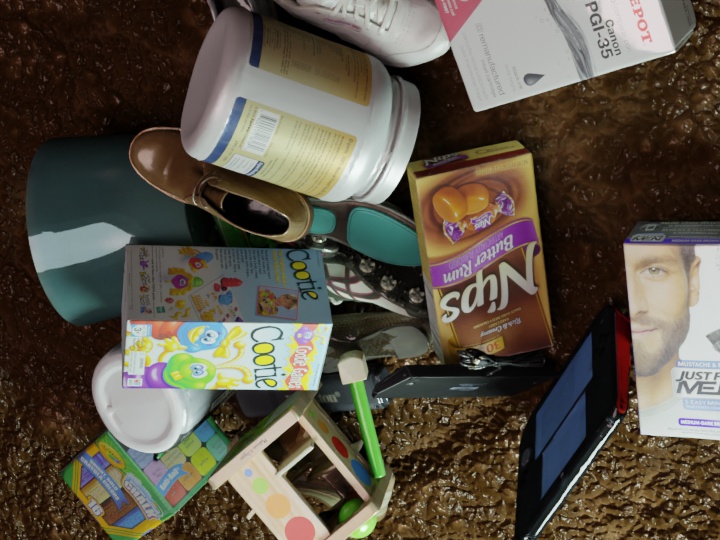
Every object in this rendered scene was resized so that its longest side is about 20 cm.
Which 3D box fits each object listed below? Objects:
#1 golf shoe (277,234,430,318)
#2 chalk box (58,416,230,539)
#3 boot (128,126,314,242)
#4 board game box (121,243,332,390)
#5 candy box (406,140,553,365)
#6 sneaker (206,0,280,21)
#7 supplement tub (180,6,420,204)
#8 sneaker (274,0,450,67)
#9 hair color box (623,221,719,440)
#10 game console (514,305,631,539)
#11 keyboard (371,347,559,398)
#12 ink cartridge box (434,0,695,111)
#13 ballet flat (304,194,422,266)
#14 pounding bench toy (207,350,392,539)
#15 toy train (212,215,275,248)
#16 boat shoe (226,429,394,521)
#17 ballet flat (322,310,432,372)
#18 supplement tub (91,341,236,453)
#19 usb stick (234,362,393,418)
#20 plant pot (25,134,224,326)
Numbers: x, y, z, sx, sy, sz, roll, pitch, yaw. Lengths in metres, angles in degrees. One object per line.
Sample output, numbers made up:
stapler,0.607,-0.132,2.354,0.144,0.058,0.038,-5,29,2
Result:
golf shoe,0.000,0.000,1.388,0.198,0.077,0.089,30,141,17
chalk box,-0.239,0.216,1.544,0.124,0.125,0.200,50,138,-3
boot,-0.142,-0.086,1.280,0.198,0.075,0.075,25,103,10
board game box,-0.137,0.048,1.320,0.197,0.106,0.104,2,136,-12
candy box,0.118,-0.014,1.291,0.115,0.057,0.203,-13,112,-5
sneaker,-0.105,-0.211,1.326,0.069,0.082,0.202,-18,104,30
supplement tub,-0.056,-0.149,1.250,0.197,0.145,0.145,17,126,-20
sneaker,-0.008,-0.245,1.248,0.198,0.099,0.076,21,99,16
hair color box,0.314,0.057,1.250,0.108,0.065,0.203,1,111,27
game console,0.202,0.147,1.281,0.031,0.178,0.201,25,123,-2
keyboard,0.115,0.100,1.295,0.127,0.198,0.021,-31,64,47
ink cartridge box,0.175,-0.243,1.168,0.198,0.083,0.148,-13,106,31
ballet flat,-0.015,-0.060,1.338,0.197,0.064,0.068,14,133,2
pounding bench toy,-0.028,0.202,1.403,0.200,0.124,0.156,-41,92,14
toy train,-0.118,-0.022,1.415,0.056,0.042,0.202,-17,122,1
boat shoe,-0.055,0.218,1.513,0.197,0.071,0.065,20,116,6
ballet flat,-0.006,0.068,1.429,0.198,0.047,0.068,-9,125,32
supplement tub,-0.191,0.101,1.443,0.121,0.200,0.124,11,117,22
usb stick,-0.056,0.135,1.492,0.197,0.033,0.056,-7,108,29
plant pot,-0.236,-0.051,1.407,0.158,0.201,0.204,-7,110,13
